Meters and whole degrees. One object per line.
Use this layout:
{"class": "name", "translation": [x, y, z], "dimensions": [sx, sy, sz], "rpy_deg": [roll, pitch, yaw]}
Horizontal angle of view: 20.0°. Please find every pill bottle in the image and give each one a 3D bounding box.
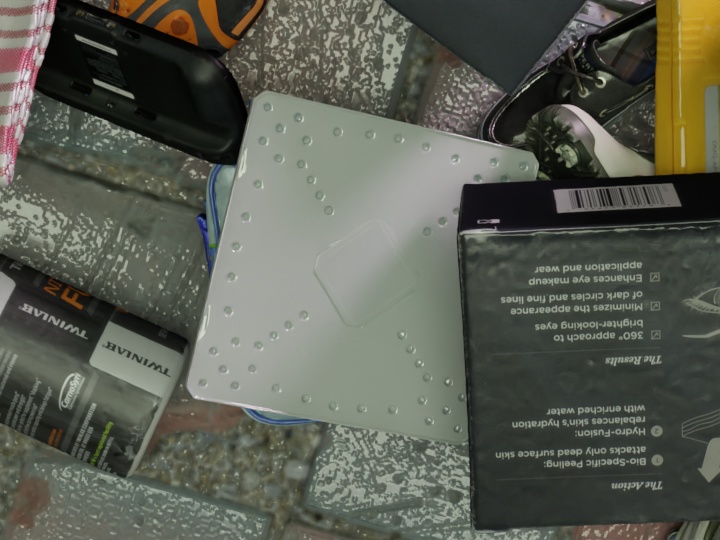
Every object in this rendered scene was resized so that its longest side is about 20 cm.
{"class": "pill bottle", "translation": [-0.225, 0.055, 1.385], "dimensions": [0.200, 0.106, 0.106], "rpy_deg": [25, 97, -4]}

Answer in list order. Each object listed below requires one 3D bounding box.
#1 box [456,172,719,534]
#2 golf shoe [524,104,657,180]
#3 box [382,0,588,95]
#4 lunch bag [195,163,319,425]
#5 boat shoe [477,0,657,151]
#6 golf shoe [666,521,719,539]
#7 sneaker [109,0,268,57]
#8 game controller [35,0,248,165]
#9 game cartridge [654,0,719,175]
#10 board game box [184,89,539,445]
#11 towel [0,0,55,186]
{"class": "box", "translation": [0.162, 0.049, 1.274], "dimensions": [0.196, 0.117, 0.200], "rpy_deg": [-2, 107, 4]}
{"class": "golf shoe", "translation": [0.183, -0.057, 1.372], "dimensions": [0.088, 0.077, 0.200], "rpy_deg": [-53, 127, -13]}
{"class": "box", "translation": [0.115, -0.242, 1.279], "dimensions": [0.123, 0.198, 0.200], "rpy_deg": [36, 110, -6]}
{"class": "lunch bag", "translation": [-0.025, 0.001, 1.391], "dimensions": [0.160, 0.082, 0.200], "rpy_deg": [-7, 99, 0]}
{"class": "boat shoe", "translation": [0.166, -0.134, 1.369], "dimensions": [0.200, 0.066, 0.070], "rpy_deg": [-25, 64, 1]}
{"class": "golf shoe", "translation": [0.280, 0.142, 1.408], "dimensions": [0.078, 0.097, 0.200], "rpy_deg": [21, 96, -2]}
{"class": "sneaker", "translation": [-0.162, -0.206, 1.354], "dimensions": [0.200, 0.078, 0.112], "rpy_deg": [32, 110, -4]}
{"class": "game controller", "translation": [-0.158, -0.131, 1.333], "dimensions": [0.200, 0.042, 0.104], "rpy_deg": [22, 143, 24]}
{"class": "game cartridge", "translation": [0.270, -0.088, 1.361], "dimensions": [0.176, 0.032, 0.200], "rpy_deg": [-8, 103, -33]}
{"class": "board game box", "translation": [0.000, 0.000, 1.321], "dimensions": [0.200, 0.026, 0.200], "rpy_deg": [11, 96, -20]}
{"class": "towel", "translation": [-0.270, -0.156, 1.291], "dimensions": [0.146, 0.030, 0.200], "rpy_deg": [7, 76, 15]}
